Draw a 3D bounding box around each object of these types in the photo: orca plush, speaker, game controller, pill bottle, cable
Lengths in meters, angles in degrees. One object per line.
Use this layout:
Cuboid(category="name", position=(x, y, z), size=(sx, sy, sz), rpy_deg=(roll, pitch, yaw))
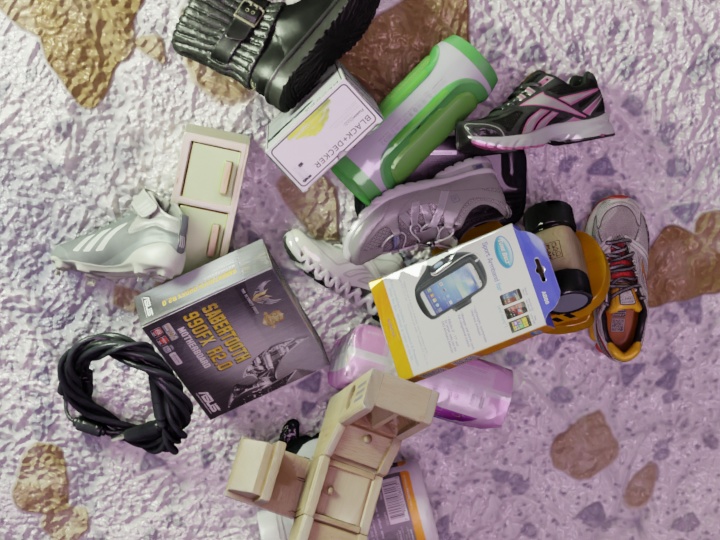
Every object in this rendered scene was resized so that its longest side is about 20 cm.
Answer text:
Cuboid(category="orca plush", position=(-0.064, 0.201, 1.808), size=(0.200, 0.105, 0.071), rpy_deg=(-26, 73, 6))
Cuboid(category="speaker", position=(0.057, -0.165, 1.698), size=(0.200, 0.088, 0.088), rpy_deg=(-45, 103, -5))
Cuboid(category="game controller", position=(0.092, -0.101, 1.762), size=(0.199, 0.042, 0.105), rpy_deg=(0, 90, -4))
Cuboid(category="pill bottle", position=(-0.014, 0.300, 1.811), size=(0.200, 0.116, 0.117), rpy_deg=(-15, 105, 0))
Cuboid(category="cable", position=(-0.265, 0.144, 1.735), size=(0.163, 0.051, 0.200), rpy_deg=(30, 140, 3))

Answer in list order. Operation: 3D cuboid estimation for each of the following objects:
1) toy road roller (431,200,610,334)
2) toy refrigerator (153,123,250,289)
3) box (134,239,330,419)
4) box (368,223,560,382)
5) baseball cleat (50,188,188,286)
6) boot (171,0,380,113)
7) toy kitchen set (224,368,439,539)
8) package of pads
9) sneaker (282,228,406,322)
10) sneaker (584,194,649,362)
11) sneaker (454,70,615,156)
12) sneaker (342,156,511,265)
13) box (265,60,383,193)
Cuboid(category="toy road roller", position=(0.185, 0.022, 1.745), size=(0.200, 0.123, 0.146), rpy_deg=(-19, 150, 17))
Cuboid(category="toy refrigerator", position=(-0.180, -0.057, 1.733), size=(0.076, 0.070, 0.200), rpy_deg=(12, 102, -6))
Cuboid(category="box", position=(-0.141, 0.070, 1.727), size=(0.158, 0.048, 0.200), rpy_deg=(-24, 139, 3))
Cuboid(category="box", position=(0.118, 0.034, 1.661), size=(0.200, 0.041, 0.119), rpy_deg=(-22, 74, 16))
Cuboid(category="baseball cleat", position=(-0.261, -0.037, 1.708), size=(0.200, 0.070, 0.107), rpy_deg=(3, 75, 37))
Cuboid(category="boot", position=(-0.089, -0.285, 1.678), size=(0.158, 0.079, 0.211), rpy_deg=(33, 67, 19))
Cuboid(category="toy kitchen set", position=(-0.041, 0.214, 1.663), size=(0.163, 0.180, 0.200), rpy_deg=(20, 70, -11))
Cuboid(category="package of pads", position=(0.068, 0.123, 1.764), size=(0.200, 0.121, 0.076), rpy_deg=(17, 81, -8))
Cuboid(category="sneaker", position=(0.000, 0.000, 1.763), size=(0.200, 0.075, 0.081), rpy_deg=(32, 91, -21))
Cuboid(category="sneaker", position=(0.305, 0.011, 1.777), size=(0.078, 0.082, 0.201), rpy_deg=(-6, 104, -2))
Cuboid(category="sneaker", position=(0.188, -0.178, 1.716), size=(0.200, 0.080, 0.087), rpy_deg=(-11, 92, -31))
Cuboid(category="sneaker", position=(0.074, -0.054, 1.682), size=(0.200, 0.075, 0.082), rpy_deg=(-28, 65, -11))
Cuboid(category="box", position=(-0.041, -0.158, 1.649), size=(0.117, 0.200, 0.060), rpy_deg=(-42, 102, 8))
